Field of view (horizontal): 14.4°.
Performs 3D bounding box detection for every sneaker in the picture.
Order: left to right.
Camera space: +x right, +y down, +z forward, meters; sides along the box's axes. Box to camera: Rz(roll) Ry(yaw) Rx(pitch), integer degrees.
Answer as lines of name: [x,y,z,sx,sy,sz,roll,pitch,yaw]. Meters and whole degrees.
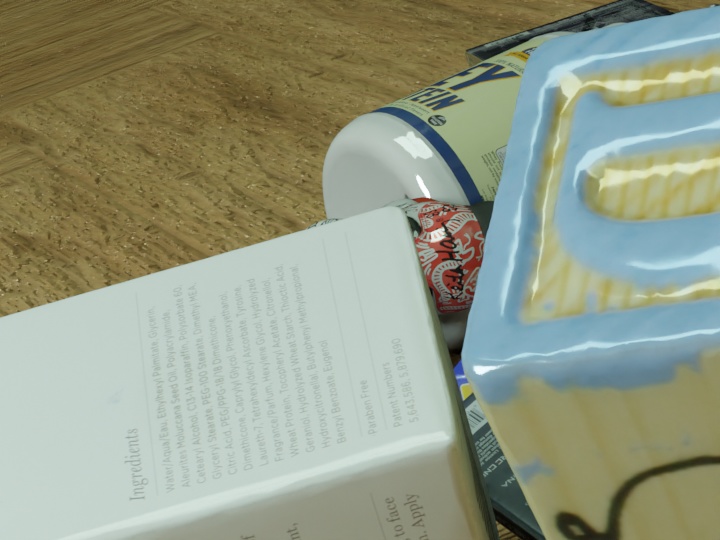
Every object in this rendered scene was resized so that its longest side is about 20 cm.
sneaker: [0.000,-0.001,1.508,0.107,0.068,0.201,-9,0,-22]

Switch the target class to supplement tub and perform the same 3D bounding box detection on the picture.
supplement tub: [0.094,-0.053,1.660,0.199,0.146,0.145,-26,18,-27]

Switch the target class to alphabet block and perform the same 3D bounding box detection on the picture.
alphabet block: [0.170,0.028,1.123,0.194,0.201,0.197,-8,42,25]

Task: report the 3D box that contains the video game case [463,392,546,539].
video game case: [0.131,0.078,1.270,0.143,0.019,0.200,-40,38,-14]

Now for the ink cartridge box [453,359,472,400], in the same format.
ink cartridge box: [0.131,0.051,1.416,0.136,0.077,0.200,-9,19,24]

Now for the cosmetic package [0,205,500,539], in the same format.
cosmetic package: [-0.047,0.105,1.181,0.199,0.166,0.165,-15,36,3]

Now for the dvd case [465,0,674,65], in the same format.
dvd case: [0.175,-0.171,2.195,0.148,0.016,0.200,-18,16,-8]

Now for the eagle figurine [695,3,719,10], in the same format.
eagle figurine: [0.256,-0.073,1.602,0.199,0.152,0.152,-14,35,-34]
